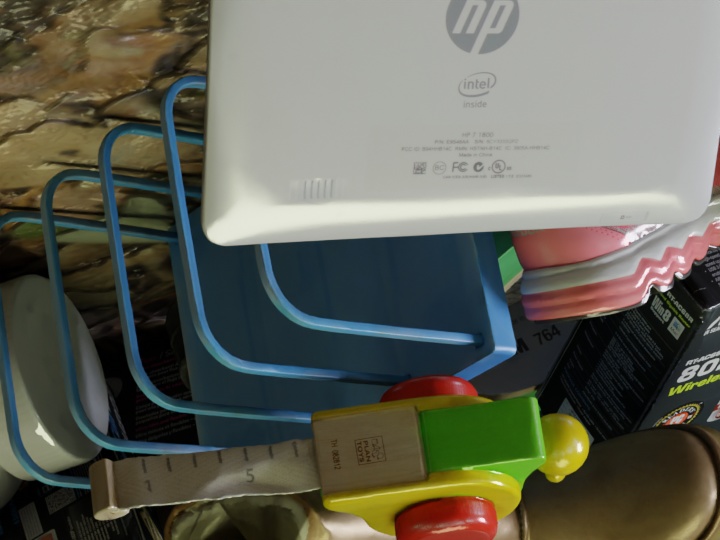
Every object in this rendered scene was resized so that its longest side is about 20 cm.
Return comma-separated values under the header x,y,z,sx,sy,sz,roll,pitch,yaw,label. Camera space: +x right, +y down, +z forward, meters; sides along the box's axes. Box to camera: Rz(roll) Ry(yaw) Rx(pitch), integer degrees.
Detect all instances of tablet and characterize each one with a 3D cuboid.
x,y,z,sx,sy,sz,roll,pitch,yaw,label
0.041,-0.074,0.929,0.198,0.131,0.014,-3,-156,-16,tablet

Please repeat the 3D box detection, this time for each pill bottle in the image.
x,y,z,sx,sy,sz,roll,pitch,yaw,label
-0.226,0.075,1.208,0.199,0.110,0.109,-19,160,18,pill bottle

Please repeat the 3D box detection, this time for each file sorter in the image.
x,y,z,sx,sy,sz,roll,pitch,yaw,label
-0.054,0.002,1.078,0.122,0.140,0.200,7,153,-40,file sorter

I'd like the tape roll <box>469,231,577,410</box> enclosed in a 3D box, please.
x,y,z,sx,sy,sz,roll,pitch,yaw,label
0.094,-0.004,1.200,0.199,0.048,0.201,-26,154,-14,tape roll

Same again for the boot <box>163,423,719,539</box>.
x,y,z,sx,sy,sz,roll,pitch,yaw,label
0.043,0.110,1.119,0.199,0.067,0.175,5,157,-43,boot

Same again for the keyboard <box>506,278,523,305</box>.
x,y,z,sx,sy,sz,roll,pitch,yaw,label
0.028,0.010,1.349,0.199,0.011,0.056,5,154,-42,keyboard

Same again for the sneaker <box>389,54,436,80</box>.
x,y,z,sx,sy,sz,roll,pitch,yaw,label
0.065,-0.092,1.007,0.199,0.076,0.081,5,165,-30,sneaker

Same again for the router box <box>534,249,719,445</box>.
x,y,z,sx,sy,sz,roll,pitch,yaw,label
0.196,0.014,1.222,0.199,0.062,0.150,-18,150,-29,router box

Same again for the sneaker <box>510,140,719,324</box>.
x,y,z,sx,sy,sz,roll,pitch,yaw,label
0.136,-0.052,1.074,0.199,0.087,0.073,-30,-167,-35,sneaker

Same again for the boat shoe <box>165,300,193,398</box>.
x,y,z,sx,sy,sz,roll,pitch,yaw,label
-0.001,-0.001,1.225,0.200,0.063,0.074,-29,148,3,boat shoe

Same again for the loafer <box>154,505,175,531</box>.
x,y,z,sx,sy,sz,roll,pitch,yaw,label
-0.085,0.145,1.251,0.071,0.073,0.200,30,126,-29,loafer

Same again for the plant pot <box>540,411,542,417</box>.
x,y,z,sx,sy,sz,roll,pitch,yaw,label
0.176,0.130,1.362,0.200,0.197,0.196,38,116,-17,plant pot

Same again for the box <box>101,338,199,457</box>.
x,y,z,sx,sy,sz,roll,pitch,yaw,label
-0.115,0.126,1.366,0.199,0.115,0.132,-18,134,15,box

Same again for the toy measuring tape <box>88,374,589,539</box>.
x,y,z,sx,sy,sz,roll,pitch,yaw,label
-0.007,0.085,1.030,0.198,0.074,0.074,-8,161,0,toy measuring tape

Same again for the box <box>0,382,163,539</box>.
x,y,z,sx,sy,sz,roll,pitch,yaw,label
-0.179,0.132,1.240,0.158,0.200,0.046,-31,122,0,box
